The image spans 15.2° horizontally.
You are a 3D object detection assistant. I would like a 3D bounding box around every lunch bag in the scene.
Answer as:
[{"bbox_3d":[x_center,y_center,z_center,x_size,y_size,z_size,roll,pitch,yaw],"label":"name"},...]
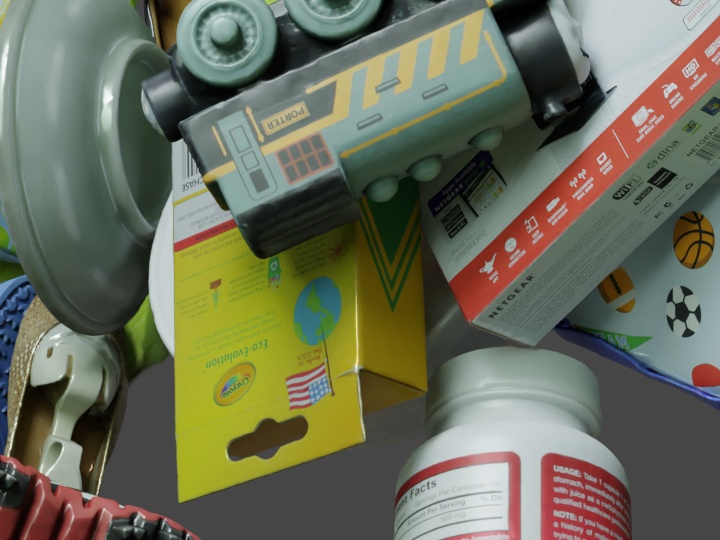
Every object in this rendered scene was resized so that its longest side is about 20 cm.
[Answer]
[{"bbox_3d":[0.188,-0.035,1.277,0.170,0.124,0.201,24,88,37],"label":"lunch bag"}]

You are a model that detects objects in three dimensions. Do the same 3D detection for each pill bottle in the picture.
[{"bbox_3d":[0.071,0.142,1.246,0.112,0.112,0.201,-13,56,23],"label":"pill bottle"}]

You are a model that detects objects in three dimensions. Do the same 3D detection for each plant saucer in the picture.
[{"bbox_3d":[-0.129,-0.067,1.424,0.050,0.200,0.201,-6,59,19],"label":"plant saucer"}]

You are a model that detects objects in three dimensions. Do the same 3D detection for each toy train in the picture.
[{"bbox_3d":[0.004,-0.088,1.209,0.199,0.085,0.114,-24,78,-1],"label":"toy train"}]

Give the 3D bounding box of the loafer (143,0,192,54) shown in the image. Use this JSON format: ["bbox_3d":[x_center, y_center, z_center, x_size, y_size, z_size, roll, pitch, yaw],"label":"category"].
[{"bbox_3d":[-0.086,-0.108,1.513,0.073,0.072,0.200,-32,51,9],"label":"loafer"}]

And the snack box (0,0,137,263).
[{"bbox_3d":[-0.219,-0.111,1.551,0.168,0.068,0.201,9,76,48],"label":"snack box"}]

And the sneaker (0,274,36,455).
[{"bbox_3d":[-0.224,0.093,1.471,0.078,0.070,0.201,-10,51,40],"label":"sneaker"}]

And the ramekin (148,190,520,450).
[{"bbox_3d":[0.000,0.000,1.384,0.202,0.094,0.203,-15,55,22],"label":"ramekin"}]

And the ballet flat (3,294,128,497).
[{"bbox_3d":[-0.156,0.088,1.433,0.065,0.070,0.201,145,136,-61],"label":"ballet flat"}]

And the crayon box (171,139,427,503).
[{"bbox_3d":[-0.031,0.006,1.277,0.127,0.051,0.201,-20,61,39],"label":"crayon box"}]

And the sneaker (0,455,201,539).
[{"bbox_3d":[-0.147,0.142,1.345,0.071,0.200,0.098,-67,19,-8],"label":"sneaker"}]

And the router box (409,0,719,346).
[{"bbox_3d":[0.097,-0.097,1.257,0.200,0.049,0.180,-46,48,24],"label":"router box"}]
